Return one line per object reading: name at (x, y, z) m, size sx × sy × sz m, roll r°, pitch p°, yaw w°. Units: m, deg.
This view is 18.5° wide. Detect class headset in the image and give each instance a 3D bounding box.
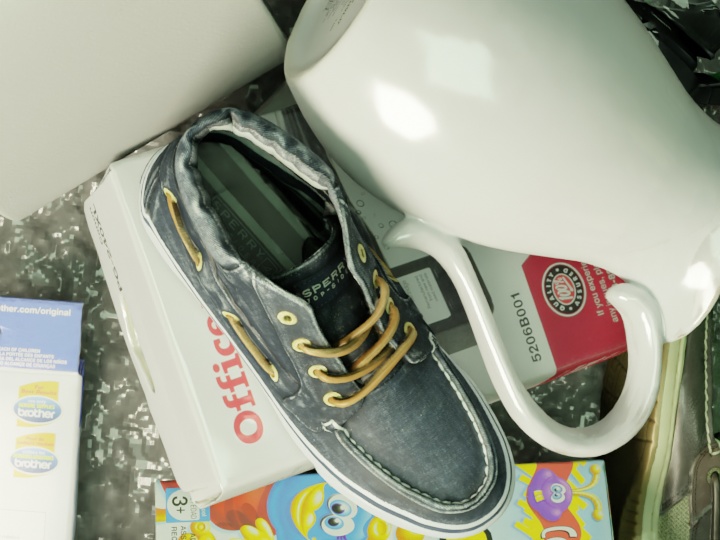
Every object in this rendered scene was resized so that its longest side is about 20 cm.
headset at (0.140, -0.134, 0.966) m, size 0.199 × 0.094 × 0.124 m, roll 6°, pitch 110°, yaw -22°

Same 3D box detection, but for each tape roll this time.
tape roll at (-0.135, -0.140, 0.911) m, size 0.139 × 0.203 × 0.203 m, roll -31°, pitch 99°, yaw 3°

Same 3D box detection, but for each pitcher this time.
pitcher at (0.062, -0.037, 0.869) m, size 0.200 × 0.121 × 0.172 m, roll 31°, pitch 80°, yaw -19°

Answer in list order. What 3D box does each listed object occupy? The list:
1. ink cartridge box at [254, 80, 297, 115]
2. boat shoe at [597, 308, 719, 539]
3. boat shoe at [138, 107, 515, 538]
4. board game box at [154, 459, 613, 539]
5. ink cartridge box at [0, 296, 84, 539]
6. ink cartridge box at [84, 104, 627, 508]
ink cartridge box at (0.013, -0.022, 1.014) m, size 0.161 × 0.050 × 0.200 m, roll 44°, pitch 96°, yaw -8°
boat shoe at (0.148, 0.103, 1.031) m, size 0.066 × 0.072 × 0.202 m, roll 3°, pitch 99°, yaw -13°
boat shoe at (-0.009, 0.025, 0.853) m, size 0.071 × 0.091 × 0.200 m, roll -44°, pitch 93°, yaw -14°
board game box at (0.011, 0.155, 0.992) m, size 0.199 × 0.105 × 0.103 m, roll -3°, pitch 62°, yaw -2°
ink cartridge box at (-0.191, 0.105, 1.026) m, size 0.119 × 0.042 × 0.201 m, roll 4°, pitch 101°, yaw -5°
ink cartridge box at (0.000, 0.000, 0.948) m, size 0.199 × 0.083 × 0.146 m, roll -19°, pitch 86°, yaw -15°
